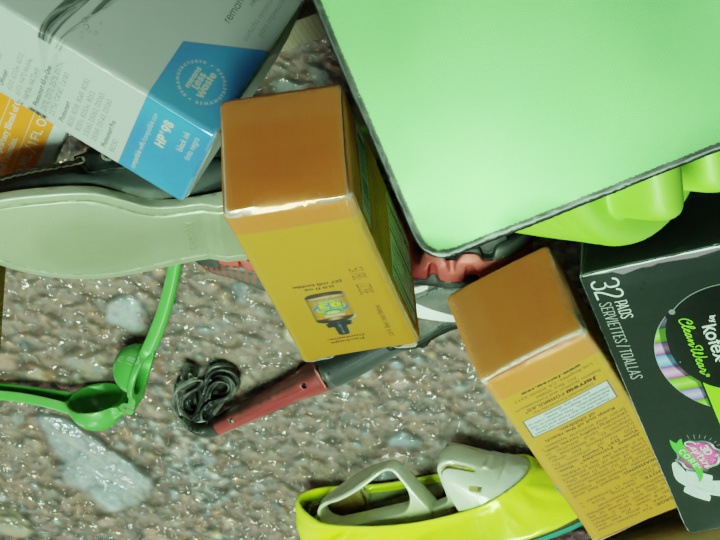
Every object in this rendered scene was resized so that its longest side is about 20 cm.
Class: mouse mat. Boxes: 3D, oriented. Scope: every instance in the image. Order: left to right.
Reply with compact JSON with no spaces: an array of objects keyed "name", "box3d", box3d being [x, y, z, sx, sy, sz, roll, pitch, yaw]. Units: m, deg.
[{"name":"mouse mat","box3d":[0.090,-0.110,1.363,0.199,0.008,0.162,-21,97,15]}]

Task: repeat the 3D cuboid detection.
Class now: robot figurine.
[{"name":"robot figurine","box3d":[0.094,-0.076,1.458,0.199,0.175,0.116,10,120,45]}]

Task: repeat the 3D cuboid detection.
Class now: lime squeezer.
[{"name":"lime squeezer","box3d":[-0.153,0.055,1.733,0.200,0.038,0.071,-31,88,35]}]

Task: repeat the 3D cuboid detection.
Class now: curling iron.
[{"name":"curling iron","box3d":[-0.031,0.058,1.705,0.199,0.026,0.050,-18,129,27]}]

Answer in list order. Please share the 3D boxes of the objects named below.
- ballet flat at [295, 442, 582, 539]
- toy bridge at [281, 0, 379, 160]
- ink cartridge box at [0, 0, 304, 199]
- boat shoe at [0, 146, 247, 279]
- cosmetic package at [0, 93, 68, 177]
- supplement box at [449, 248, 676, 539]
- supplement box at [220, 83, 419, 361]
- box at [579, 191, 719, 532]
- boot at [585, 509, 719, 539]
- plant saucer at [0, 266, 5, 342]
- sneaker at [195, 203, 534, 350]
[{"name":"ballet flat","box3d":[0.047,0.140,1.742,0.199,0.067,0.067,-15,114,26]},{"name":"toy bridge","box3d":[-0.032,-0.132,1.527,0.067,0.027,0.200,-18,125,26]},{"name":"ink cartridge box","box3d":[-0.141,-0.141,1.454,0.199,0.116,0.067,31,146,-1]},{"name":"boat shoe","box3d":[-0.118,-0.045,1.547,0.198,0.066,0.075,-6,143,-3]},{"name":"cosmetic package","box3d":[-0.247,-0.122,1.555,0.199,0.071,0.102,22,134,-7]},{"name":"supplement box","box3d":[0.119,0.073,1.604,0.069,0.067,0.200,-28,141,8]},{"name":"supplement box","box3d":[-0.019,-0.020,1.463,0.066,0.069,0.200,-8,154,7]},{"name":"box","box3d":[0.217,0.021,1.542,0.148,0.125,0.200,-13,128,18]},{"name":"boot","box3d":[0.157,0.181,1.733,0.199,0.175,0.066,-18,96,1]},{"name":"plant saucer","box3d":[-0.275,-0.036,1.571,0.199,0.200,0.049,26,109,-16]},{"name":"sneaker","box3d":[0.000,0.000,1.612,0.199,0.071,0.098,2,131,9]}]
